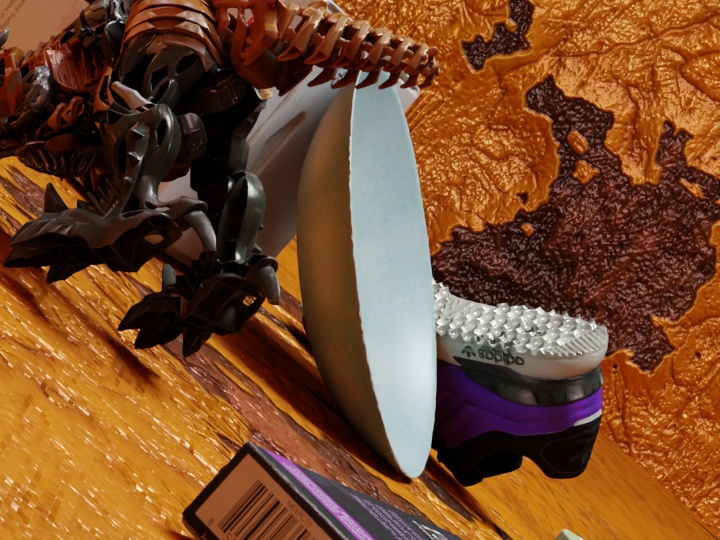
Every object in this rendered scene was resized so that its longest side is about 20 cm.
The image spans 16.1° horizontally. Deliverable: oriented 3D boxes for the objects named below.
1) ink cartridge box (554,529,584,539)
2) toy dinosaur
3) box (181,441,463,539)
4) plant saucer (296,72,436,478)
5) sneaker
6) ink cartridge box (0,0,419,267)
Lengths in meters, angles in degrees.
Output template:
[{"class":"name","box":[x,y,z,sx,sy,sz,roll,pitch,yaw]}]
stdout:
[{"class":"ink cartridge box","box":[0.171,0.199,1.087,0.200,0.048,0.146,34,6,-29]},{"class":"toy dinosaur","box":[-0.071,-0.055,0.894,0.102,0.137,0.199,21,-28,-33]},{"class":"box","box":[0.038,0.125,0.776,0.143,0.036,0.200,43,3,23]},{"class":"plant saucer","box":[0.000,0.000,1.211,0.201,0.038,0.203,-6,90,-80]},{"class":"sneaker","box":[0.045,0.065,1.352,0.199,0.100,0.069,14,27,42]},{"class":"ink cartridge box","box":[-0.100,-0.114,1.268,0.200,0.145,0.145,44,4,25]}]
